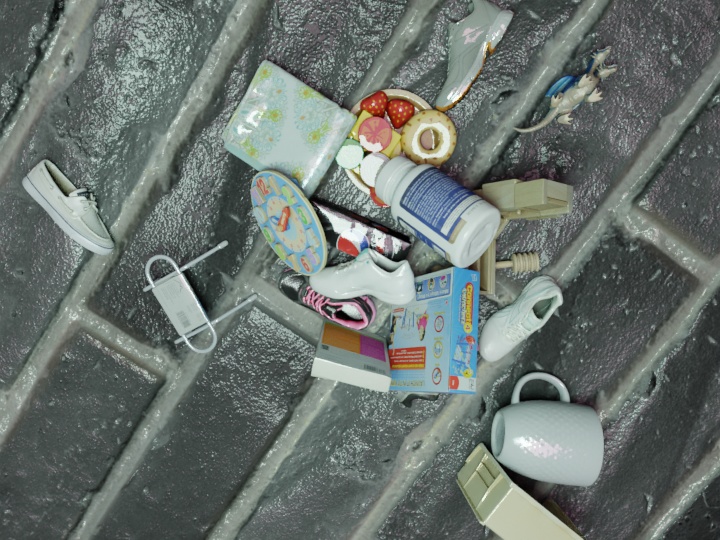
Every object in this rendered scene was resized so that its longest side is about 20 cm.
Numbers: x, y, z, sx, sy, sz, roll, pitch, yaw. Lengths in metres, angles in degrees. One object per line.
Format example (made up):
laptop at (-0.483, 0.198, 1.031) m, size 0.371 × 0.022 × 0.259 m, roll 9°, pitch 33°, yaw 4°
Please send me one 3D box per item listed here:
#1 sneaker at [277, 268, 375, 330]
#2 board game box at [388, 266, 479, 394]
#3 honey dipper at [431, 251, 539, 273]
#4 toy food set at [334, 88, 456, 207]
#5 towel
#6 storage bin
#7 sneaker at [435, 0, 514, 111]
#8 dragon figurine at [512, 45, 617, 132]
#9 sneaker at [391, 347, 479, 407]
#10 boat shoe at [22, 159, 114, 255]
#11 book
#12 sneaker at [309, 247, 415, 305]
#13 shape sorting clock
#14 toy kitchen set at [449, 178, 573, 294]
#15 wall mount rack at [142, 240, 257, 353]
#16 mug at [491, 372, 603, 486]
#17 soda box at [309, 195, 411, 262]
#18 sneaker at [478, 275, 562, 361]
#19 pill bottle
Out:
sneaker at (-0.063, 0.055, 1.099) m, size 0.197 × 0.095 × 0.080 m, roll 22°, pitch 103°, yaw -3°
board game box at (0.121, 0.109, 1.024) m, size 0.055 × 0.199 × 0.199 m, roll 10°, pitch 77°, yaw -25°
honey dipper at (0.232, -0.006, 1.114) m, size 0.197 × 0.038 × 0.039 m, roll -7°, pitch 102°, yaw 3°
toy food set at (0.058, -0.219, 1.063) m, size 0.198 × 0.049 × 0.199 m, roll 32°, pitch 101°, yaw -7°
towel at (-0.129, -0.245, 1.038) m, size 0.199 × 0.048 × 0.172 m, roll 34°, pitch 101°, yaw 8°
storage bin at (0.299, 0.451, 1.129) m, size 0.199 × 0.199 × 0.094 m, roll 39°, pitch 92°, yaw -8°
sneaker at (0.174, -0.373, 1.024) m, size 0.091 × 0.076 × 0.201 m, roll 33°, pitch 93°, yaw 1°
dragon figurine at (0.362, -0.302, 1.037) m, size 0.059 × 0.100 × 0.199 m, roll 45°, pitch 118°, yaw -10°
sneaker at (0.144, 0.199, 1.140) m, size 0.198 × 0.074 × 0.088 m, roll -28°, pitch 100°, yaw 11°
boat shoe at (-0.516, -0.117, 1.080) m, size 0.070 × 0.071 × 0.200 m, roll -43°, pitch 92°, yaw 12°
book at (-0.014, 0.149, 1.064) m, size 0.132 × 0.200 × 0.049 m, roll 14°, pitch 101°, yaw -2°
sneaker at (0.000, 0.000, 1.043) m, size 0.197 × 0.076 × 0.090 m, roll 4°, pitch 126°, yaw 19°
shape sorting clock at (-0.129, -0.079, 1.033) m, size 0.039 × 0.199 × 0.202 m, roll -29°, pitch 103°, yaw -31°
toy kitchen set at (0.279, -0.049, 1.023) m, size 0.161 × 0.199 × 0.184 m, roll 4°, pitch 86°, yaw -36°
wall mount rack at (-0.301, 0.043, 1.112) m, size 0.172 × 0.075 × 0.202 m, roll -26°, pitch 101°, yaw 9°
mug at (0.345, 0.295, 1.132) m, size 0.172 × 0.148 × 0.203 m, roll 8°, pitch 70°, yaw -3°
soda box at (-0.009, -0.065, 1.084) m, size 0.198 × 0.071 × 0.064 m, roll 23°, pitch 104°, yaw -4°
sneaker at (0.297, 0.095, 1.113) m, size 0.070 × 0.080 × 0.201 m, roll 38°, pitch 101°, yaw -9°
pill bottle at (0.121, -0.103, 0.974) m, size 0.199 × 0.111 × 0.112 m, roll 40°, pitch 102°, yaw 27°
